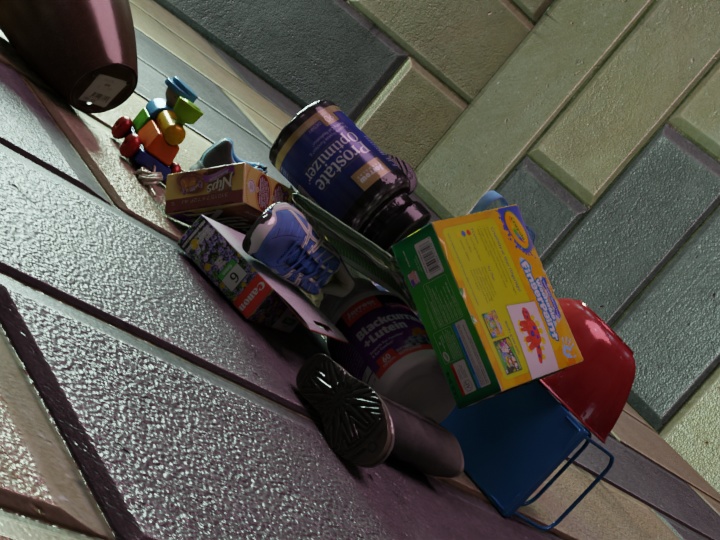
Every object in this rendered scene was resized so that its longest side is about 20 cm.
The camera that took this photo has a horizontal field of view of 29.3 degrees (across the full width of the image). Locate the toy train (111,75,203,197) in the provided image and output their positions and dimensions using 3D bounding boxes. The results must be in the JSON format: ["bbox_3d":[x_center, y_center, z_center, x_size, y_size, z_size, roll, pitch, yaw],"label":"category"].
[{"bbox_3d":[-0.246,-0.173,1.783,0.085,0.116,0.200,35,10,-30],"label":"toy train"}]

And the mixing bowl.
[{"bbox_3d":[0.269,0.107,1.721,0.200,0.108,0.200,44,4,-4],"label":"mixing bowl"}]

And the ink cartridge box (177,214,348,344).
[{"bbox_3d":[-0.111,0.026,1.572,0.200,0.050,0.109,45,8,25],"label":"ink cartridge box"}]

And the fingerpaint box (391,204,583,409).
[{"bbox_3d":[0.144,0.038,1.562,0.167,0.073,0.200,-14,79,-48],"label":"fingerpaint box"}]

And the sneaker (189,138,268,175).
[{"bbox_3d":[-0.149,-0.106,1.985,0.200,0.082,0.073,39,6,-18],"label":"sneaker"}]

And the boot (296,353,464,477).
[{"bbox_3d":[0.037,0.175,1.431,0.200,0.073,0.182,43,7,-38],"label":"boot"}]

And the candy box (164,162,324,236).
[{"bbox_3d":[-0.141,-0.075,1.733,0.116,0.057,0.200,-6,-16,27],"label":"candy box"}]

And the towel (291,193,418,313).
[{"bbox_3d":[0.003,-0.016,1.636,0.152,0.023,0.200,35,-4,21],"label":"towel"}]

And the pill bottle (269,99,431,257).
[{"bbox_3d":[-0.010,-0.109,1.723,0.200,0.112,0.112,45,9,12],"label":"pill bottle"}]

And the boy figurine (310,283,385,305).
[{"bbox_3d":[-0.024,0.007,1.857,0.200,0.124,0.064,53,-25,12],"label":"boy figurine"}]

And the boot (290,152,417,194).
[{"bbox_3d":[-0.032,-0.109,2.099,0.198,0.162,0.074,-5,68,-30],"label":"boot"}]

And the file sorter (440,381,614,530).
[{"bbox_3d":[0.195,0.203,1.710,0.123,0.139,0.200,35,9,-48],"label":"file sorter"}]

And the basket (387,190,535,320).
[{"bbox_3d":[0.140,0.003,1.782,0.139,0.200,0.176,34,0,31],"label":"basket"}]

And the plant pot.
[{"bbox_3d":[-0.373,-0.310,1.818,0.187,0.187,0.200,26,31,-60],"label":"plant pot"}]

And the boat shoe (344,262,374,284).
[{"bbox_3d":[0.000,0.000,1.790,0.071,0.069,0.201,133,-54,-86],"label":"boat shoe"}]

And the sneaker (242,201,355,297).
[{"bbox_3d":[-0.065,-0.020,1.569,0.077,0.076,0.200,39,6,26],"label":"sneaker"}]

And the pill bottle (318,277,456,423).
[{"bbox_3d":[0.027,0.093,1.619,0.111,0.111,0.200,33,10,-40],"label":"pill bottle"}]
